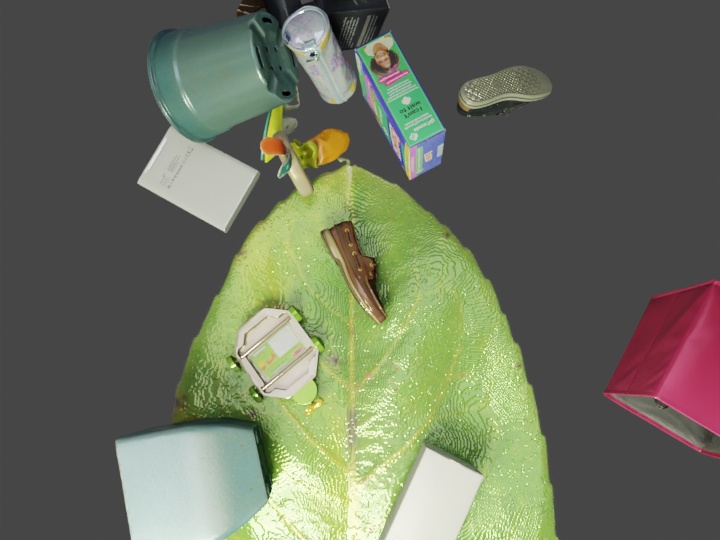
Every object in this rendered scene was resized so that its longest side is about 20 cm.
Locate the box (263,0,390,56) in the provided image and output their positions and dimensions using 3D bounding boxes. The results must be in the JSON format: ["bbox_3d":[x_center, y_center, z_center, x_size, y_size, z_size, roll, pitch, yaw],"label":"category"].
[{"bbox_3d":[-0.076,-0.527,1.009,0.198,0.117,0.199,-14,80,-18],"label":"box"}]

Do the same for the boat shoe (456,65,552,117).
[{"bbox_3d":[0.268,-0.332,1.015,0.198,0.062,0.075,-17,75,-15],"label":"boat shoe"}]

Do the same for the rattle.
[{"bbox_3d":[-0.086,-0.210,0.942,0.141,0.200,0.132,-11,81,1],"label":"rattle"}]

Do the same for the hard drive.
[{"bbox_3d":[-0.310,-0.177,1.037,0.199,0.027,0.133,28,83,8],"label":"hard drive"}]

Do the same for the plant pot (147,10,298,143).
[{"bbox_3d":[-0.226,-0.344,0.941,0.194,0.200,0.203,-7,80,24],"label":"plant pot"}]

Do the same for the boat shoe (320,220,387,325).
[{"bbox_3d":[0.000,0.000,0.970,0.067,0.072,0.201,-29,78,0],"label":"boat shoe"}]

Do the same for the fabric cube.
[{"bbox_3d":[0.546,0.162,0.853,0.195,0.200,0.201,30,82,8],"label":"fabric cube"}]

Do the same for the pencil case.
[{"bbox_3d":[-0.067,-0.379,0.969,0.083,0.200,0.091,-33,75,7],"label":"pencil case"}]

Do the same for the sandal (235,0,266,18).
[{"bbox_3d":[-0.179,-0.536,1.077,0.080,0.054,0.202,25,68,-6],"label":"sandal"}]

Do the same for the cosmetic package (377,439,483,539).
[{"bbox_3d":[0.111,0.401,0.894,0.107,0.085,0.202,27,83,6],"label":"cosmetic package"}]

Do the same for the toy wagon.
[{"bbox_3d":[-0.138,0.167,0.968,0.155,0.040,0.201,-38,82,-3],"label":"toy wagon"}]

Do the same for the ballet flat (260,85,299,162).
[{"bbox_3d":[-0.151,-0.304,1.032,0.066,0.067,0.203,4,80,-10],"label":"ballet flat"}]

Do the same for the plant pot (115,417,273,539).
[{"bbox_3d":[-0.251,0.334,0.878,0.198,0.196,0.198,-14,80,-9],"label":"plant pot"}]

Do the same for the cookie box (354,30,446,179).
[{"bbox_3d":[0.071,-0.285,0.962,0.075,0.171,0.201,-28,80,1],"label":"cookie box"}]
